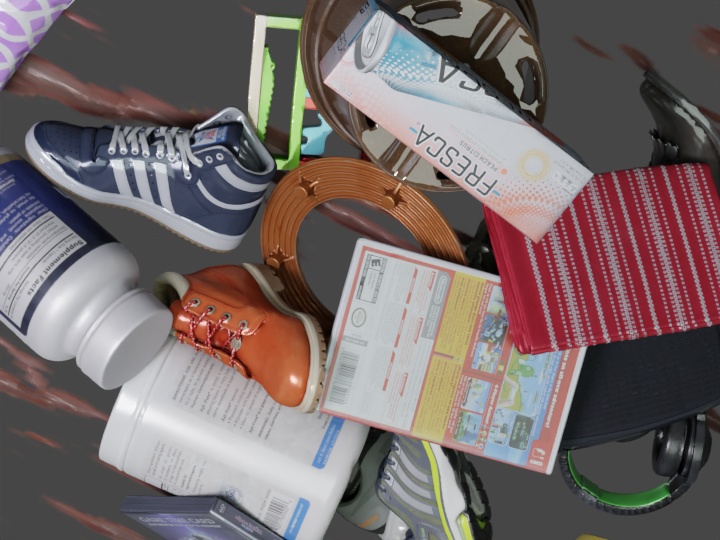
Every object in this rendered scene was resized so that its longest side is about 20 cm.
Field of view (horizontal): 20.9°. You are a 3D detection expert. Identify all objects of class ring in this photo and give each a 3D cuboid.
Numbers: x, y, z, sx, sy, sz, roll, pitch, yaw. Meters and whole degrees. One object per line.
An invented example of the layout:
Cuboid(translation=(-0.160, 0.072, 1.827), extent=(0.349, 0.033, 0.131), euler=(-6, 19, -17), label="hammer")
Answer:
Cuboid(translation=(0.000, 0.000, 1.614), extent=(0.200, 0.019, 0.201), euler=(16, 126, 24), label="ring")

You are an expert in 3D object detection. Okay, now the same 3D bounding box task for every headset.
Cuboid(translation=(0.260, 0.127, 1.717), extent=(0.123, 0.094, 0.200), euler=(36, 117, -13), label="headset")

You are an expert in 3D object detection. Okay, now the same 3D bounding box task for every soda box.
Cuboid(translation=(0.068, -0.107, 1.392), extent=(0.200, 0.064, 0.068), euler=(36, 101, -15), label="soda box")

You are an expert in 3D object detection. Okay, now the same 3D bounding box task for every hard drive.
Cuboid(translation=(0.210, 0.074, 1.610), extent=(0.199, 0.042, 0.135), euler=(-13, 94, -17), label="hard drive")

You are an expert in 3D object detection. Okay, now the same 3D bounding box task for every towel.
Cuboid(translation=(0.203, -0.011, 1.557), extent=(0.199, 0.022, 0.145), euler=(-8, 69, -14), label="towel")

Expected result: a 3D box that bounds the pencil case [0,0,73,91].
Cuboid(translation=(-0.292, -0.192, 1.561), extent=(0.085, 0.084, 0.200), euler=(32, 105, -37), label="pencil case")

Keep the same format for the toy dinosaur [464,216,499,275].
Cuboid(translation=(0.106, 0.014, 1.654), extent=(0.077, 0.102, 0.201), euler=(-11, 99, 17), label="toy dinosaur")

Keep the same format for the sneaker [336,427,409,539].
Cuboid(translation=(0.036, 0.142, 1.693), extent=(0.079, 0.074, 0.201), euler=(19, 105, -5), label="sneaker")

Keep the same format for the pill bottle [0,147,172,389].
Cuboid(translation=(-0.249, 0.002, 1.565), extent=(0.200, 0.111, 0.111), euler=(40, 102, 16), label="pill bottle")

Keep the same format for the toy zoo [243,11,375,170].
Cuboid(translation=(0.006, -0.142, 1.627), extent=(0.199, 0.020, 0.132), euler=(5, 106, -6), label="toy zoo")

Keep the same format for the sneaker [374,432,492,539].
Cuboid(translation=(0.044, 0.157, 1.624), extent=(0.081, 0.074, 0.200), euler=(-12, 110, 19), label="sneaker")

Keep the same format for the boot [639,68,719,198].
Cuboid(translation=(0.236, -0.050, 1.648), extent=(0.174, 0.069, 0.200), euler=(-32, 109, 5), label="boot")

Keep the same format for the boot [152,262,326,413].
Cuboid(translation=(-0.099, 0.055, 1.573), extent=(0.107, 0.200, 0.075), euler=(4, 112, -29), label="boot")

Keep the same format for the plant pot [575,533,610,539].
Cuboid(translation=(0.220, 0.316, 1.716), extent=(0.200, 0.200, 0.142), euler=(23, 80, -11), label="plant pot")

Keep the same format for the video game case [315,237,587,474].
Cuboid(translation=(0.075, 0.068, 1.554), extent=(0.199, 0.017, 0.143), euler=(16, 91, -3), label="video game case")

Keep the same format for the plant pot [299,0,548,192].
Cuboid(translation=(0.057, -0.158, 1.512), extent=(0.200, 0.198, 0.201), euler=(-1, 106, -5), label="plant pot")

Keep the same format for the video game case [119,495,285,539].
Cuboid(translation=(-0.092, 0.246, 1.665), extent=(0.200, 0.143, 0.019), euler=(38, 63, -29), label="video game case")

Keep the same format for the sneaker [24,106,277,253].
Cuboid(translation=(-0.164, -0.097, 1.586), extent=(0.200, 0.070, 0.109), euler=(24, 130, -18), label="sneaker")

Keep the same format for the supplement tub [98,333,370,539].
Cuboid(translation=(-0.103, 0.139, 1.633), extent=(0.200, 0.132, 0.132), euler=(24, 105, 1), label="supplement tub")
